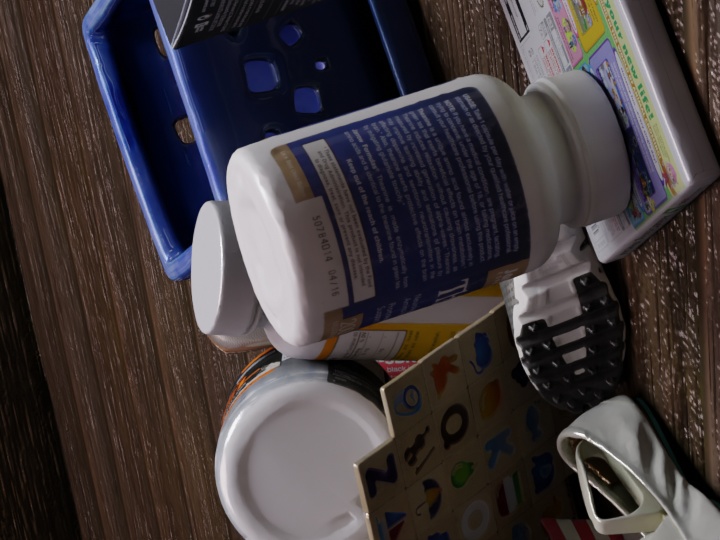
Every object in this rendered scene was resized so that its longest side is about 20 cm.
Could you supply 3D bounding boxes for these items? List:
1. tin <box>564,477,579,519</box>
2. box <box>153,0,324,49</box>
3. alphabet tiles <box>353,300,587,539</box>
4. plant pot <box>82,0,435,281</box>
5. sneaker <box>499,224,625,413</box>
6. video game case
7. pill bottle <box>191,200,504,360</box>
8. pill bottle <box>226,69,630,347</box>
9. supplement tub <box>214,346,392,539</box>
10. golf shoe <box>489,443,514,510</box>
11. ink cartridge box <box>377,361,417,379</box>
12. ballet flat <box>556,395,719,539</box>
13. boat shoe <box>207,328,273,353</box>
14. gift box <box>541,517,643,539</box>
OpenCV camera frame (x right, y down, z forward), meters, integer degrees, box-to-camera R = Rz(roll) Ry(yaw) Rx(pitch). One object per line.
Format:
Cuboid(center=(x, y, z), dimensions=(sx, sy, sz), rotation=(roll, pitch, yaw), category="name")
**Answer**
Cuboid(center=(0.085, 0.158, 1.834), dimensions=(0.042, 0.112, 0.201), rotation=(29, -138, -51), category="tin")
Cuboid(center=(-0.049, -0.264, 1.661), dimensions=(0.124, 0.196, 0.201), rotation=(125, 125, -74), category="box")
Cuboid(center=(0.072, 0.114, 1.706), dimensions=(0.006, 0.200, 0.167), rotation=(11, 123, 43), category="alphabet tiles")
Cuboid(center=(-0.061, -0.125, 1.898), dimensions=(0.201, 0.179, 0.200), rotation=(70, 161, 4), category="plant pot")
Cuboid(center=(0.108, -0.012, 1.663), dimensions=(0.091, 0.066, 0.201), rotation=(-96, -14, -60), category="sneaker")
Cuboid(center=(0.127, -0.118, 1.535), dimensions=(0.182, 0.022, 0.201), rotation=(128, 123, -74), category="video game case")
Cuboid(center=(0.000, 0.000, 1.756), dimensions=(0.111, 0.199, 0.112), rotation=(-179, 90, -73), category="pill bottle")
Cuboid(center=(0.038, -0.040, 1.510), dimensions=(0.111, 0.199, 0.112), rotation=(162, 90, -76), category="pill bottle")
Cuboid(center=(-0.030, 0.110, 1.810), dimensions=(0.200, 0.122, 0.123), rotation=(-98, -8, -83), category="supplement tub")
Cuboid(center=(0.048, 0.167, 1.779), dimensions=(0.088, 0.201, 0.077), rotation=(32, -175, 32), category="golf shoe")
Cuboid(center=(-0.006, 0.037, 2.025), dimensions=(0.147, 0.082, 0.201), rotation=(95, 168, -58), category="ink cartridge box")
Cuboid(center=(0.171, 0.147, 1.611), dimensions=(0.200, 0.069, 0.070), rotation=(-125, 21, -48), category="ballet flat")
Cuboid(center=(-0.015, 0.007, 1.867), dimensions=(0.076, 0.199, 0.072), rotation=(56, 159, 23), category="boat shoe")
Cuboid(center=(0.126, 0.267, 1.687), dimensions=(0.200, 0.184, 0.187), rotation=(52, 159, 33), category="gift box")
